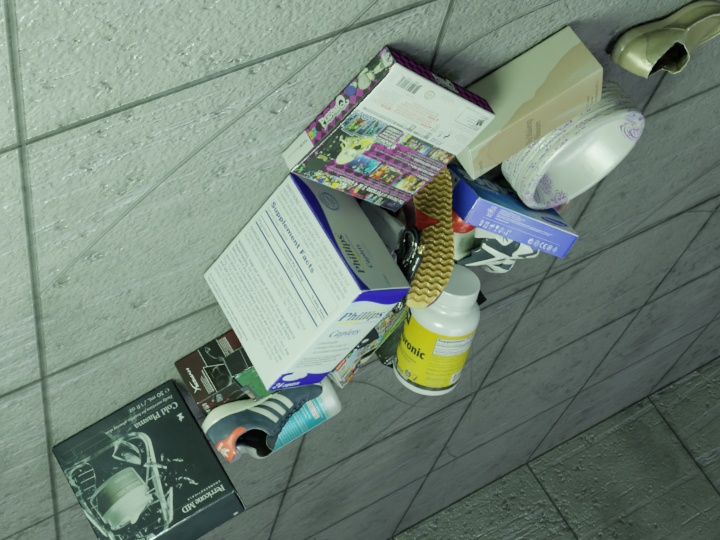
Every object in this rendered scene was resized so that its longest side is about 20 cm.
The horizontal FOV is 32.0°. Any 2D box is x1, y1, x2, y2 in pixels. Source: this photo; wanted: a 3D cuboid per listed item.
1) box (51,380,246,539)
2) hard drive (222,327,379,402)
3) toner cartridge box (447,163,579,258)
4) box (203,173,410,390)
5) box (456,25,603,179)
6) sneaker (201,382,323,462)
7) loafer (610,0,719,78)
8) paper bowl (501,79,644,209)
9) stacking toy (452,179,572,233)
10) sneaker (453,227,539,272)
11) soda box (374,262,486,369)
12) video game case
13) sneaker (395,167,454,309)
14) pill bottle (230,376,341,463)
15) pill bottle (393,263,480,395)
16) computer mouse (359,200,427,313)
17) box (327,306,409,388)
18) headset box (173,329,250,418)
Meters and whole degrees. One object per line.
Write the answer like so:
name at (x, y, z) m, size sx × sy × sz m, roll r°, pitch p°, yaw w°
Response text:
box at (-0.303, 0.301, 1.807) m, size 0.200 × 0.197 × 0.124 m, roll -30°, pitch 159°, yaw -10°
hard drive at (-0.078, 0.104, 1.703) m, size 0.200 × 0.038 × 0.140 m, roll -29°, pitch 157°, yaw -1°
toner cartridge box at (0.205, -0.082, 1.752) m, size 0.200 × 0.095 × 0.043 m, roll 17°, pitch 115°, yaw -37°
box at (-0.068, 0.014, 1.542) m, size 0.105 × 0.184 × 0.200 m, roll -1°, pitch 142°, yaw -50°
box at (0.202, -0.211, 1.589) m, size 0.200 × 0.078 × 0.095 m, roll -33°, pitch 159°, yaw -3°
sneaker at (-0.129, 0.221, 1.826) m, size 0.200 × 0.085 × 0.075 m, roll -20°, pitch 156°, yaw -30°
loafer at (0.433, -0.310, 1.720) m, size 0.200 × 0.068 × 0.076 m, roll -25°, pitch 157°, yaw -22°
paper bowl at (0.282, -0.185, 1.725) m, size 0.200 × 0.104 × 0.201 m, roll -28°, pitch 158°, yaw -13°
stacking toy at (0.211, -0.101, 1.854) m, size 0.200 × 0.085 × 0.085 m, roll -18°, pitch 155°, yaw -20°
sneaker at (0.185, -0.042, 1.947) m, size 0.129 × 0.080 × 0.199 m, roll 6°, pitch 177°, yaw -15°
soda box at (0.107, 0.077, 2.083) m, size 0.200 × 0.071 × 0.063 m, roll -37°, pitch 159°, yaw 10°
video game case at (0.036, -0.159, 1.472) m, size 0.181 × 0.036 × 0.200 m, roll -44°, pitch 145°, yaw 24°
sneaker at (0.080, -0.041, 1.637) m, size 0.075 × 0.200 × 0.090 m, roll 10°, pitch 164°, yaw -10°
pill bottle at (-0.138, 0.225, 1.997) m, size 0.200 × 0.111 × 0.111 m, roll -31°, pitch 159°, yaw -8°
pill bottle at (0.124, 0.090, 1.963) m, size 0.111 × 0.111 × 0.200 m, roll -17°, pitch 137°, yaw -36°
computer mouse at (0.024, -0.037, 1.596) m, size 0.044 × 0.200 × 0.110 m, roll 10°, pitch 113°, yaw -24°
box at (0.017, 0.086, 1.949) m, size 0.200 × 0.035 × 0.110 m, roll -48°, pitch 161°, yaw -9°
headset box at (-0.155, 0.137, 1.831) m, size 0.200 × 0.077 × 0.149 m, roll -29°, pitch 158°, yaw -8°
